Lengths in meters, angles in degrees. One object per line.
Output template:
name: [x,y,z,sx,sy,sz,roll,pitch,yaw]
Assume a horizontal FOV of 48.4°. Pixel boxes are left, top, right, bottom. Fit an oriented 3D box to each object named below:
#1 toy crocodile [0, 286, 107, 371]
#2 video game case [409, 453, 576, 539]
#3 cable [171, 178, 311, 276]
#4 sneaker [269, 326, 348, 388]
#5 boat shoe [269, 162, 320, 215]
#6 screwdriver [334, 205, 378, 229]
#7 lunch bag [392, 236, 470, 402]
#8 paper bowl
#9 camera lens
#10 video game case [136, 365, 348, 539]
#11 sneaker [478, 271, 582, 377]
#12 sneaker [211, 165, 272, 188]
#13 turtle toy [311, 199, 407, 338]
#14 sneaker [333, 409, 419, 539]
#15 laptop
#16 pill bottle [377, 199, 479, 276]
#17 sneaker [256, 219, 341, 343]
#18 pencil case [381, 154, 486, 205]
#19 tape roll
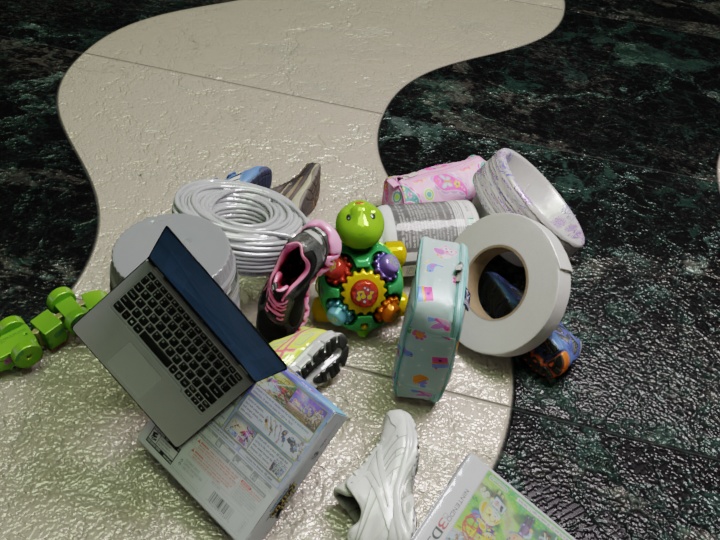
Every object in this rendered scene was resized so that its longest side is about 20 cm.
toy crocodile: [-0.427,0.084,1.086,0.199,0.062,0.067,-34,56,-30]
video game case: [0.154,0.326,0.869,0.200,0.022,0.182,39,49,8]
cable: [-0.177,-0.067,1.172,0.198,0.070,0.200,-1,32,-26]
sneaker: [-0.111,0.139,1.056,0.090,0.079,0.199,23,42,40]
boat shoe: [-0.118,-0.120,1.328,0.073,0.075,0.201,14,42,8]
screwdriver: [-0.042,-0.064,1.315,0.199,0.029,0.028,-27,51,-36]
lunch bag: [0.096,0.061,1.059,0.076,0.201,0.161,12,43,4]
paper bowl: [0.255,-0.087,1.275,0.200,0.104,0.201,35,29,-22]
camera lens: [-0.235,0.049,1.033,0.158,0.201,0.161,3,42,-3]
video game case: [-0.141,0.184,0.938,0.199,0.045,0.182,35,90,28]
sneaker: [0.242,0.075,1.171,0.078,0.076,0.200,-10,48,-38]
sneaker: [-0.223,-0.122,1.320,0.082,0.074,0.200,26,45,24]
turtle toy: [0.000,0.000,1.130,0.144,0.202,0.101,-4,12,-5]
sneaker: [0.019,0.245,0.945,0.098,0.078,0.201,4,41,3]
laptop: [-0.202,0.081,0.863,0.188,0.200,0.116,50,8,-4]
pill bottle: [0.079,-0.048,1.242,0.198,0.114,0.114,-4,43,-12]
sneaker: [-0.102,0.025,1.075,0.079,0.201,0.095,32,27,11]
pencil case: [0.131,-0.141,1.373,0.198,0.088,0.088,-16,46,-24]
tape roll: [0.200,0.020,1.128,0.037,0.204,0.203,14,28,-46]
